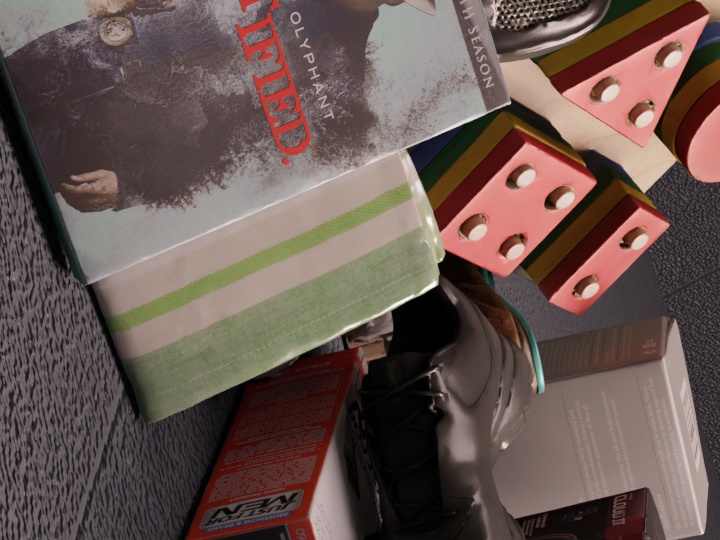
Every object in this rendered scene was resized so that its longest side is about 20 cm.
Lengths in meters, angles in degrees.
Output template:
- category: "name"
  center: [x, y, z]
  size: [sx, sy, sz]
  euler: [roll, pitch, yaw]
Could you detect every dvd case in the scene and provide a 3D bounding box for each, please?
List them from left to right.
- category: "dvd case"
  center: [-0.048, -0.098, 1.013]
  size: [0.022, 0.199, 0.147]
  euler: [29, -40, 65]

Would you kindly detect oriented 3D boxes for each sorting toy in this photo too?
- category: "sorting toy"
  center: [0.121, -0.073, 1.259]
  size: [0.200, 0.199, 0.070]
  euler: [25, 24, -51]

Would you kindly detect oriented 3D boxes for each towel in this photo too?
- category: "towel"
  center: [-0.056, -0.055, 1.047]
  size: [0.023, 0.152, 0.201]
  euler: [33, -35, 64]

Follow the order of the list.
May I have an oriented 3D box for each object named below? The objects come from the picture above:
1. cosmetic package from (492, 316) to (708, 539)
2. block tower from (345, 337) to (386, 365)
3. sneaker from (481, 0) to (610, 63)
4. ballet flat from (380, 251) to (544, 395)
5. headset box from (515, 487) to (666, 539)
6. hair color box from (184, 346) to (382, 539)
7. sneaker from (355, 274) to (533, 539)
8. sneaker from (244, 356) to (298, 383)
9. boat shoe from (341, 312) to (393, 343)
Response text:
- category: "cosmetic package"
  center: [0.082, 0.102, 1.360]
  size: [0.090, 0.199, 0.107]
  euler: [-56, 135, -71]
- category: "block tower"
  center: [0.017, 0.020, 1.505]
  size: [0.054, 0.058, 0.201]
  euler: [-6, 80, -78]
- category: "sneaker"
  center: [0.030, -0.148, 1.103]
  size: [0.114, 0.199, 0.077]
  euler: [153, -49, -70]
- category: "ballet flat"
  center: [0.047, 0.031, 1.327]
  size: [0.200, 0.072, 0.068]
  euler: [-108, -173, -71]
- category: "headset box"
  center: [0.074, 0.182, 1.218]
  size: [0.149, 0.199, 0.075]
  euler: [-70, 144, -71]
- category: "hair color box"
  center: [-0.023, 0.126, 1.168]
  size: [0.200, 0.064, 0.111]
  euler: [-70, 145, -68]
- category: "sneaker"
  center: [0.030, 0.087, 1.142]
  size: [0.091, 0.076, 0.201]
  euler: [54, 26, -39]
- category: "sneaker"
  center: [-0.069, -0.039, 1.132]
  size: [0.080, 0.129, 0.200]
  euler: [-94, -158, -46]
- category: "boat shoe"
  center: [0.000, 0.000, 1.247]
  size: [0.200, 0.065, 0.074]
  euler: [-172, -85, -82]
